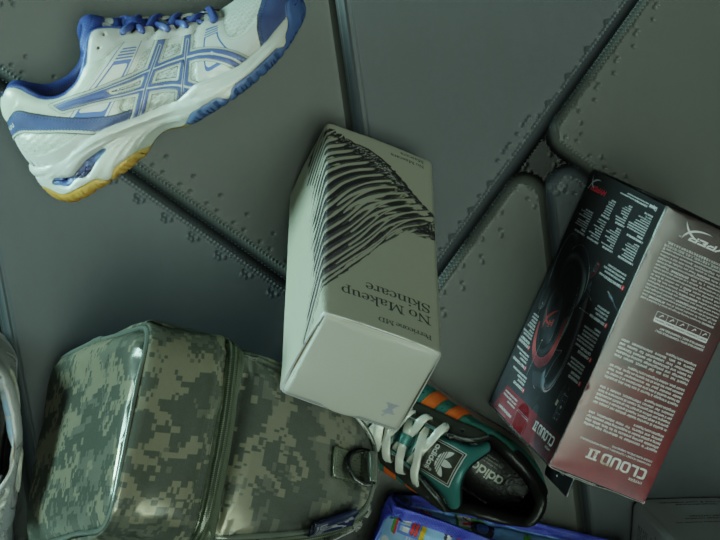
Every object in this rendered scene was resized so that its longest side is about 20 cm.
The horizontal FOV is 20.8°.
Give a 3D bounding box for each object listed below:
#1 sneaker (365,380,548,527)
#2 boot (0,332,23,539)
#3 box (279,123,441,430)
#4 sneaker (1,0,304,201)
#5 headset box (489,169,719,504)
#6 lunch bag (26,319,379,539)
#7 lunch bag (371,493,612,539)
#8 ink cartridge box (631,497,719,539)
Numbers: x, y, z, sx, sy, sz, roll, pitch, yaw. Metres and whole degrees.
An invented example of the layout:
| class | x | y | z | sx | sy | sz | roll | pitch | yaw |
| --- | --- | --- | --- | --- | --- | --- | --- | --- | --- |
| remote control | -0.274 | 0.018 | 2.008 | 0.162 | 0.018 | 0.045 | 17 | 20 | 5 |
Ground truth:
| class | x | y | z | sx | sy | sz | roll | pitch | yaw |
| --- | --- | --- | --- | --- | --- | --- | --- | --- | --- |
| sneaker | 0.042 | 0.111 | 1.305 | 0.199 | 0.080 | 0.072 | 26 | 96 | -15 |
| boot | -0.251 | 0.141 | 1.244 | 0.073 | 0.096 | 0.201 | 2 | 102 | -12 |
| box | 0.000 | 0.000 | 1.209 | 0.082 | 0.201 | 0.069 | 19 | 125 | -15 |
| sneaker | -0.130 | -0.130 | 1.215 | 0.200 | 0.075 | 0.088 | -35 | 106 | -3 |
| headset box | 0.164 | 0.049 | 1.282 | 0.075 | 0.149 | 0.201 | 22 | 96 | -15 |
| lunch bag | -0.098 | 0.121 | 1.214 | 0.167 | 0.200 | 0.140 | 13 | 73 | -24 |
| lunch bag | 0.076 | 0.244 | 1.349 | 0.199 | 0.094 | 0.151 | 16 | 103 | -1 |
| ink cartridge box | 0.247 | 0.253 | 1.316 | 0.083 | 0.200 | 0.146 | 0 | 102 | -11 |
